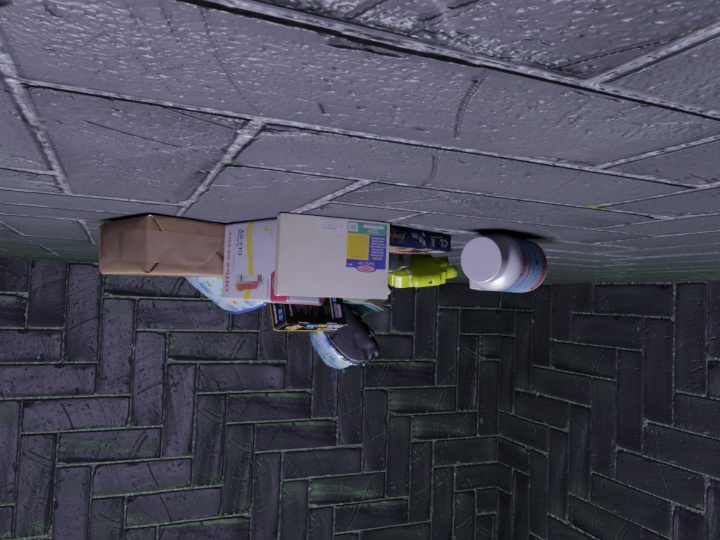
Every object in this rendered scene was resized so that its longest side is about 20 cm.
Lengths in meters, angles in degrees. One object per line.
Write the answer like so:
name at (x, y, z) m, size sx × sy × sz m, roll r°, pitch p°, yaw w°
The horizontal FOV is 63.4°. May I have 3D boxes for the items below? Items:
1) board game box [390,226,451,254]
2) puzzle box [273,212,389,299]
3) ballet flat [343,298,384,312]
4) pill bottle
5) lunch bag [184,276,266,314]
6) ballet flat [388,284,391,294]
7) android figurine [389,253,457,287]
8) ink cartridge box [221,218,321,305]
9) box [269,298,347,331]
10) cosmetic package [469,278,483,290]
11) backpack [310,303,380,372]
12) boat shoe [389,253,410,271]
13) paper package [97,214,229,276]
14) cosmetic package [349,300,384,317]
board game box at (0.064, -0.058, 1.143) m, size 0.199 × 0.035 × 0.135 m, roll 5°, pitch 176°, yaw -42°
puzzle box at (-0.044, -0.021, 0.978) m, size 0.198 × 0.135 × 0.025 m, roll 4°, pitch 177°, yaw -23°
ballet flat at (0.007, 0.051, 1.320) m, size 0.069 × 0.070 × 0.200 m, roll 1°, pitch 170°, yaw 28°
pill bottle at (0.275, -0.014, 1.122) m, size 0.108 × 0.110 × 0.199 m, roll 0°, pitch 177°, yaw 38°
lunch bag at (-0.308, 0.013, 1.366) m, size 0.170 × 0.128 × 0.199 m, roll 43°, pitch 162°, yaw -25°
ballet flat at (0.000, 0.000, 1.272) m, size 0.200 × 0.057 × 0.067 m, roll 41°, pitch 169°, yaw 41°
android figurine at (0.133, -0.003, 1.449) m, size 0.197 × 0.042 × 0.182 m, roll -3°, pitch -156°, yaw -10°
ink cartridge box at (-0.162, -0.014, 1.059) m, size 0.199 × 0.147 × 0.083 m, roll -1°, pitch 175°, yaw 43°
box at (-0.115, 0.022, 1.191) m, size 0.159 × 0.202 × 0.049 m, roll 6°, pitch 156°, yaw -44°
cosmetic package at (0.310, -0.004, 1.375) m, size 0.086 × 0.105 × 0.200 m, roll -1°, pitch 178°, yaw 18°
backpack at (-0.046, 0.160, 1.395) m, size 0.153 × 0.164 × 0.200 m, roll -39°, pitch -178°, yaw -1°
boat shoe at (0.054, -0.030, 1.340) m, size 0.071 × 0.071 × 0.200 m, roll -5°, pitch 178°, yaw 24°
paper package at (-0.372, -0.041, 1.123) m, size 0.199 × 0.105 × 0.189 m, roll -2°, pitch 177°, yaw 44°
cosmetic package at (0.019, 0.043, 1.505) m, size 0.107 × 0.090 × 0.200 m, roll -38°, pitch -177°, yaw 13°
